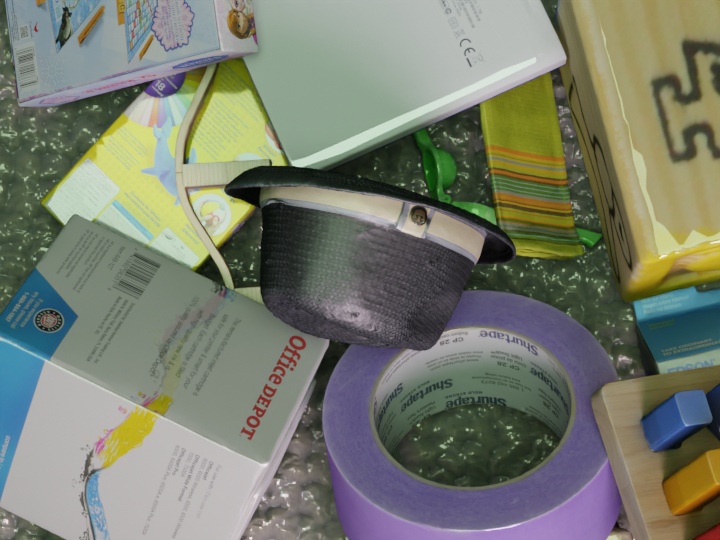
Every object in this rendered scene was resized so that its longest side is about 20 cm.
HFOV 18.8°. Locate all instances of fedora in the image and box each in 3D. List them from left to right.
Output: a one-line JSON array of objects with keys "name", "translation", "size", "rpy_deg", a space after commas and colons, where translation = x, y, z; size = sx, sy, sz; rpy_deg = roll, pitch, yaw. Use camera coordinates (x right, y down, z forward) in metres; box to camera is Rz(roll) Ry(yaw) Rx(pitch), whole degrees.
[{"name": "fedora", "translation": [0.000, 0.000, 1.412], "size": [0.199, 0.201, 0.093], "rpy_deg": [13, 82, 2]}]

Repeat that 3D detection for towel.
[{"name": "towel", "translation": [0.111, -0.108, 1.501], "size": [0.018, 0.086, 0.202], "rpy_deg": [-15, 78, 38]}]

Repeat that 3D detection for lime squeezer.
[{"name": "lime squeezer", "translation": [0.076, -0.069, 1.530], "size": [0.200, 0.038, 0.071], "rpy_deg": [44, 89, 3]}]

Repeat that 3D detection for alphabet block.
[{"name": "alphabet block", "translation": [0.245, -0.107, 1.441], "size": [0.194, 0.195, 0.202], "rpy_deg": [-14, 82, 2]}]

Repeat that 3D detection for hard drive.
[{"name": "hard drive", "translation": [0.022, -0.159, 1.466], "size": [0.199, 0.025, 0.133], "rpy_deg": [-24, 80, -3]}]

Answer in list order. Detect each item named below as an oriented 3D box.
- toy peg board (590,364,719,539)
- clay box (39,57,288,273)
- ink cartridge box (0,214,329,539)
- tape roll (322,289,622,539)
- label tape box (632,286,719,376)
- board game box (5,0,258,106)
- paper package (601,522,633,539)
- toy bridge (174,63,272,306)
[{"name": "toy peg board", "translation": [0.277, 0.139, 1.362], "size": [0.198, 0.098, 0.201], "rpy_deg": [-7, 69, -27]}, {"name": "clay box", "translation": [-0.116, -0.080, 1.530], "size": [0.115, 0.048, 0.200], "rpy_deg": [43, 88, 2]}, {"name": "ink cartridge box", "translation": [-0.147, 0.093, 1.450], "size": [0.199, 0.148, 0.145], "rpy_deg": [26, 127, 2]}, {"name": "tape roll", "translation": [0.076, 0.115, 1.446], "size": [0.198, 0.085, 0.201], "rpy_deg": [-4, 48, 5]}, {"name": "label tape box", "translation": [0.274, 0.081, 1.506], "size": [0.143, 0.063, 0.202], "rpy_deg": [-13, 88, 0]}, {"name": "board game box", "translation": [-0.167, -0.228, 1.488], "size": [0.198, 0.041, 0.202], "rpy_deg": [-9, 88, 38]}, {"name": "paper package", "translation": [0.095, 0.273, 1.484], "size": [0.198, 0.103, 0.193], "rpy_deg": [-6, 88, 2]}, {"name": "toy bridge", "translation": [-0.093, -0.065, 1.492], "size": [0.066, 0.027, 0.202], "rpy_deg": [-3, 88, 0]}]
